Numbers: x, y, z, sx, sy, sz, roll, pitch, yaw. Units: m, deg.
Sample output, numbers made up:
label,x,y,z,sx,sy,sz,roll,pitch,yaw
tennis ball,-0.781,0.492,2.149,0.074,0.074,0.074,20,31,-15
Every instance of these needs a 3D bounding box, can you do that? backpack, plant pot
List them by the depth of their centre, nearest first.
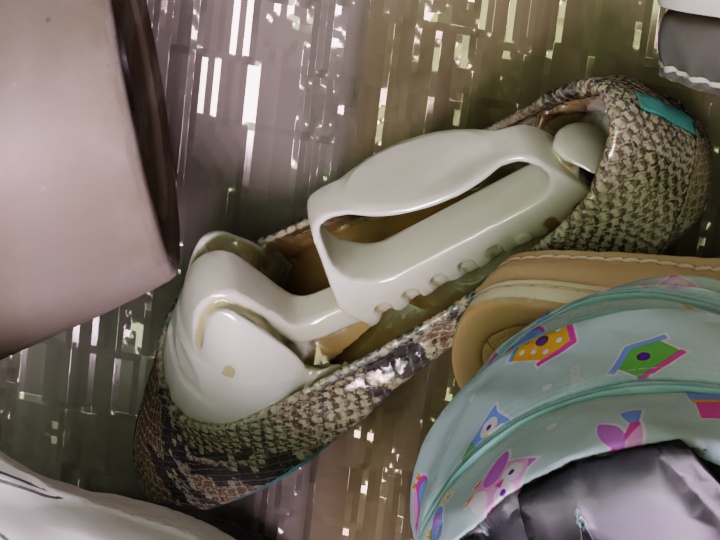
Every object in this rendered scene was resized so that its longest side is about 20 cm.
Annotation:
label,x,y,z,sx,sy,sz,roll,pitch,yaw
backpack,0.093,0.102,0.718,0.167,0.127,0.200,-38,109,17
plant pot,-0.144,-0.041,0.799,0.173,0.200,0.200,-10,102,2

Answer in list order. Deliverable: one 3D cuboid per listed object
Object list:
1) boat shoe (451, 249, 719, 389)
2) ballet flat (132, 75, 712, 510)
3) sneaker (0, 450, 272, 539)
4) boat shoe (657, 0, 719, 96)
label,x,y,z,sx,sy,sz,roll,pitch,yaw
boat shoe,0.125,0.026,0.783,0.200,0.069,0.074,14,137,0
ballet flat,0.000,0.000,0.814,0.200,0.075,0.068,-29,58,21
sneaker,-0.065,0.088,0.744,0.200,0.072,0.073,25,90,-6
boat shoe,0.168,-0.028,0.760,0.201,0.072,0.060,17,105,8
